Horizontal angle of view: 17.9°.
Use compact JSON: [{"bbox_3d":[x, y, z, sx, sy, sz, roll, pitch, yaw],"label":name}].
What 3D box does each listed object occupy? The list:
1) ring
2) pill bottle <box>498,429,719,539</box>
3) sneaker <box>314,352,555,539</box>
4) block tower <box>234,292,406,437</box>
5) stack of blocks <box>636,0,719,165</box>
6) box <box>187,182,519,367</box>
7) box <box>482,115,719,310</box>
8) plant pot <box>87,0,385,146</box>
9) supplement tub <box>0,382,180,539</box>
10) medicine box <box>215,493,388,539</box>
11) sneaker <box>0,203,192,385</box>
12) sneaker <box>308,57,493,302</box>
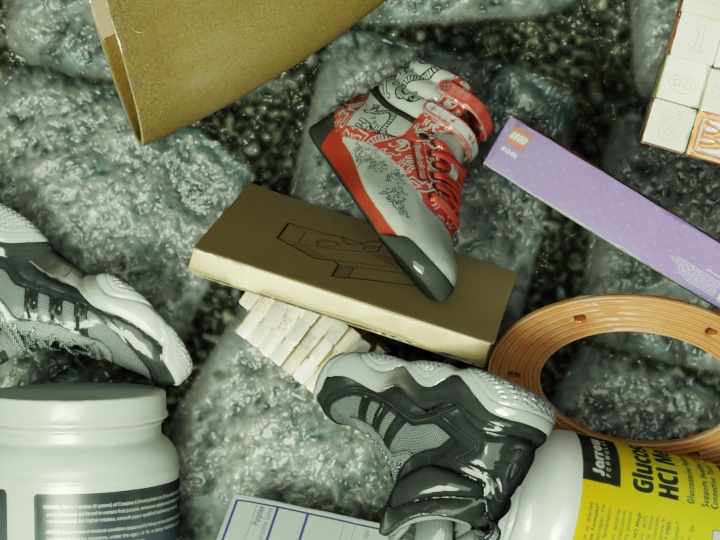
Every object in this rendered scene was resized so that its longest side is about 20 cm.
[{"bbox_3d":[0.183,0.072,1.498,0.200,0.201,0.019,7,53,5],"label":"ring"},{"bbox_3d":[0.163,0.168,1.502,0.199,0.112,0.113,13,94,-11],"label":"pill bottle"},{"bbox_3d":[0.029,0.118,1.438,0.075,0.200,0.114,29,74,-38],"label":"sneaker"},{"bbox_3d":[0.004,0.075,1.564,0.200,0.058,0.054,39,96,4],"label":"block tower"},{"bbox_3d":[0.238,-0.172,1.498,0.058,0.115,0.201,16,94,4],"label":"stack of blocks"},{"bbox_3d":[0.000,0.000,1.507,0.199,0.164,0.021,17,109,5],"label":"box"},{"bbox_3d":[0.175,-0.034,1.500,0.200,0.137,0.039,32,94,3],"label":"box"},{"bbox_3d":[-0.080,-0.202,1.509,0.199,0.186,0.187,-19,91,-7],"label":"plant pot"},{"bbox_3d":[-0.191,0.181,1.544,0.140,0.140,0.201,0,93,6],"label":"supplement tub"},{"bbox_3d":[-0.015,0.257,1.500,0.199,0.182,0.103,11,124,6],"label":"medicine box"},{"bbox_3d":[-0.218,0.044,1.559,0.200,0.076,0.114,34,72,8],"label":"sneaker"},{"bbox_3d":[0.045,-0.068,1.495,0.108,0.202,0.067,-35,128,1],"label":"sneaker"}]
